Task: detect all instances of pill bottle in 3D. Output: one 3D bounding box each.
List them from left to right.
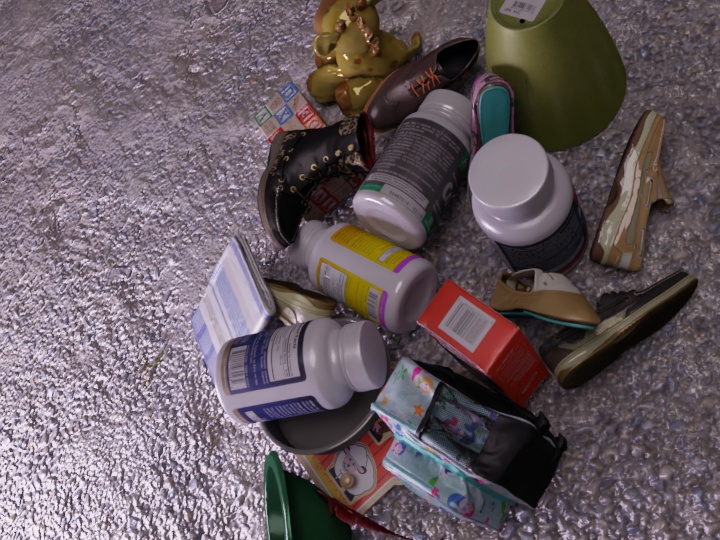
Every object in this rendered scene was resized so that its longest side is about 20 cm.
[{"bbox_3d":[-0.072,0.122,0.915,0.197,0.111,0.113,-14,65,22],"label":"pill bottle"},{"bbox_3d":[0.000,0.000,1.002,0.199,0.104,0.105,28,84,31],"label":"pill bottle"},{"bbox_3d":[0.083,-0.140,0.997,0.112,0.113,0.201,21,69,30],"label":"pill bottle"},{"bbox_3d":[0.199,-0.074,0.877,0.118,0.200,0.121,-9,67,22],"label":"pill bottle"}]

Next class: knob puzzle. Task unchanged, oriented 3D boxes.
[{"bbox_3d":[-0.001,0.200,0.969,0.217,0.030,0.223,-10,66,23],"label":"knob puzzle"}]

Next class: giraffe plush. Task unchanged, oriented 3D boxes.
[{"bbox_3d":[-0.011,-0.342,1.104,0.198,0.162,0.175,12,76,29],"label":"giraffe plush"}]

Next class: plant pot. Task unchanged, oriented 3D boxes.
[{"bbox_3d":[0.235,-0.284,0.941,0.184,0.200,0.190,-9,67,22],"label":"plant pot"}]

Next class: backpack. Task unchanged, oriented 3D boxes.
[{"bbox_3d":[0.108,0.190,0.836,0.199,0.177,0.151,32,85,40],"label":"backpack"}]

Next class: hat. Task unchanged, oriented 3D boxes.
[{"bbox_3d":[-0.022,0.316,0.927,0.173,0.168,0.201,-3,36,-16],"label":"hat"}]

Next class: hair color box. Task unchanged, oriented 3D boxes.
[{"bbox_3d":[0.146,0.091,0.839,0.101,0.200,0.062,36,87,32],"label":"hair color box"}]

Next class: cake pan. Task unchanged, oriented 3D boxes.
[{"bbox_3d":[-0.044,0.155,0.976,0.198,0.037,0.202,-17,48,20],"label":"cake pan"}]

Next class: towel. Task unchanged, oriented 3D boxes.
[{"bbox_3d":[-0.187,0.064,1.064,0.201,0.024,0.148,-55,51,37],"label":"towel"}]

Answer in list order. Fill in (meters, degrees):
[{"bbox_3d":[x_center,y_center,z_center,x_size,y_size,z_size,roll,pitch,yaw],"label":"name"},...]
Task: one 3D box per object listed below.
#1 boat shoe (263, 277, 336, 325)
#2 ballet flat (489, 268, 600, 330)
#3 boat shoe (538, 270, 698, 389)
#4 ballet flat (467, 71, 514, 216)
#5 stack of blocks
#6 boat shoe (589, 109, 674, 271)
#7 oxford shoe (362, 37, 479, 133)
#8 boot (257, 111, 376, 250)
[{"bbox_3d":[-0.107,0.051,1.039,0.199,0.073,0.064,16,96,47],"label":"boat shoe"},{"bbox_3d":[0.207,0.029,0.853,0.200,0.068,0.064,-177,96,-71],"label":"ballet flat"},{"bbox_3d":[0.294,0.055,0.845,0.200,0.072,0.066,-35,56,-4],"label":"boat shoe"},{"bbox_3d":[0.172,-0.163,0.967,0.068,0.202,0.072,-4,32,5],"label":"ballet flat"},{"bbox_3d":[-0.092,-0.184,1.144,0.115,0.059,0.201,-39,59,8],"label":"stack of blocks"},{"bbox_3d":[0.346,-0.094,0.901,0.075,0.072,0.203,19,87,16],"label":"boat shoe"},{"bbox_3d":[0.086,-0.272,1.054,0.199,0.073,0.071,-40,98,-7],"label":"oxford shoe"},{"bbox_3d":[-0.058,-0.131,1.016,0.149,0.073,0.202,-13,49,24],"label":"boot"}]
